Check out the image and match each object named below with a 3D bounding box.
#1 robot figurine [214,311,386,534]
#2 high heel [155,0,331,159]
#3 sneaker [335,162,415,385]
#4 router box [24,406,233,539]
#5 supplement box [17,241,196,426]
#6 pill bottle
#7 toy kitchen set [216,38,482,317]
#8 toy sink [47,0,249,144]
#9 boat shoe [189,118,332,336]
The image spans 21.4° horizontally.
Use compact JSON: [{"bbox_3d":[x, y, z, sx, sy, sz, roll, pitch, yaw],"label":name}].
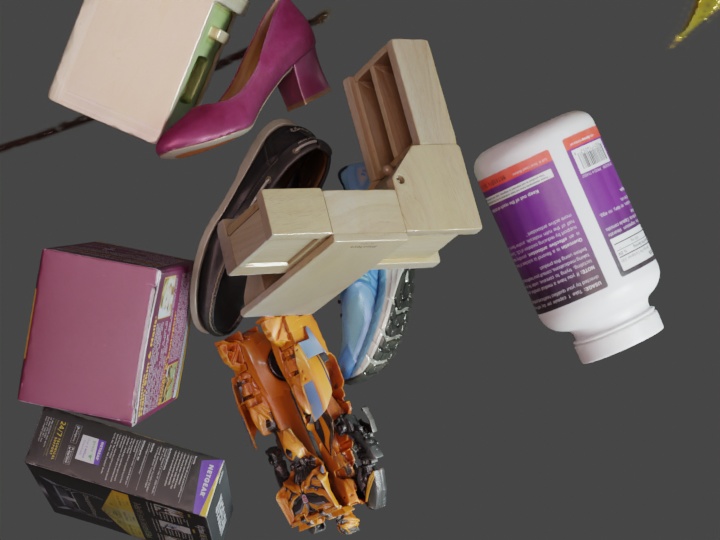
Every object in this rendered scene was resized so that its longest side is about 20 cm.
[{"bbox_3d":[-0.052,0.137,1.653,0.145,0.058,0.201,-30,79,49],"label":"robot figurine"},{"bbox_3d":[-0.110,-0.164,1.624,0.199,0.067,0.096,-29,98,-34],"label":"high heel"},{"bbox_3d":[0.000,0.000,1.671,0.089,0.078,0.201,8,84,14],"label":"sneaker"},{"bbox_3d":[-0.192,0.184,1.623,0.156,0.200,0.053,17,71,3],"label":"router box"},{"bbox_3d":[-0.209,0.049,1.619,0.102,0.200,0.132,11,92,4],"label":"supplement box"},{"bbox_3d":[0.182,-0.027,1.627,0.112,0.112,0.201,-24,90,5],"label":"pill bottle"},{"bbox_3d":[-0.042,-0.075,1.581,0.199,0.163,0.182,-3,68,-33],"label":"toy kitchen set"},{"bbox_3d":[-0.169,-0.216,1.640,0.111,0.130,0.201,22,93,3],"label":"toy sink"},{"bbox_3d":[-0.088,-0.031,1.661,0.067,0.072,0.201,29,95,39],"label":"boat shoe"}]
